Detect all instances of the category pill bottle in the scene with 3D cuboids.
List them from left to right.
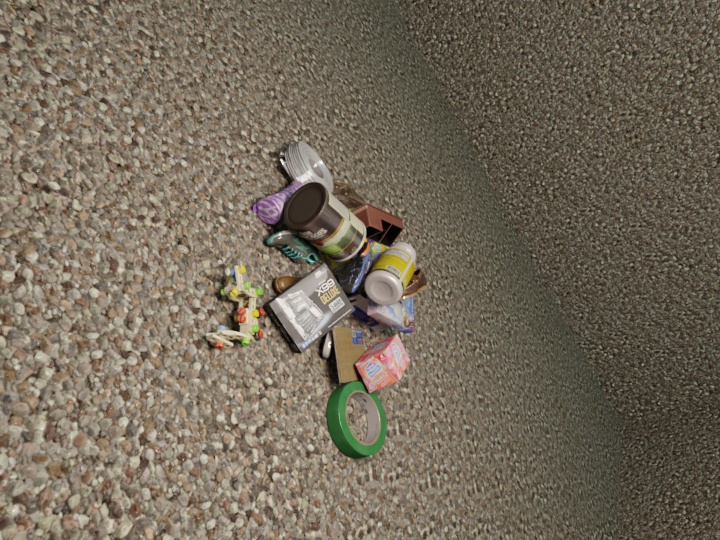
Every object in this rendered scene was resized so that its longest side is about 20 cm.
[{"bbox_3d":[0.094,0.003,1.495,0.113,0.112,0.200,53,38,-15],"label":"pill bottle"}]

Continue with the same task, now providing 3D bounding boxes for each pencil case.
[{"bbox_3d":[-0.224,-0.204,1.509,0.085,0.084,0.200,25,31,11],"label":"pencil case"}]

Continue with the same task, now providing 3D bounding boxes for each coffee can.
[{"bbox_3d":[-0.096,-0.133,1.449,0.200,0.146,0.147,38,41,-46],"label":"coffee can"}]

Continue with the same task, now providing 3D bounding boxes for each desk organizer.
[{"bbox_3d":[0.059,-0.141,1.641,0.200,0.072,0.077,17,58,-49],"label":"desk organizer"}]

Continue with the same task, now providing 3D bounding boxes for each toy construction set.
[{"bbox_3d":[-0.285,0.101,1.211,0.131,0.092,0.200,62,32,-51],"label":"toy construction set"}]

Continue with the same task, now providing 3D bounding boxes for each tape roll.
[{"bbox_3d":[-0.008,0.411,1.423,0.200,0.048,0.201,33,45,-39],"label":"tape roll"}]

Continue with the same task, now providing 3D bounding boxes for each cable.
[{"bbox_3d":[-0.163,-0.320,1.650,0.200,0.069,0.200,55,21,-15],"label":"cable"}]

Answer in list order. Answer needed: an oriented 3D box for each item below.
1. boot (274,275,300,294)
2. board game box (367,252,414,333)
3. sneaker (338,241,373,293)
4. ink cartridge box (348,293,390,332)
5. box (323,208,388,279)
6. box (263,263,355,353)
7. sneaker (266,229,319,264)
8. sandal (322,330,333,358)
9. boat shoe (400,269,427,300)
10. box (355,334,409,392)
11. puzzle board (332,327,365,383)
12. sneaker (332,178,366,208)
[{"bbox_3d":[-0.152,0.045,1.447,0.200,0.075,0.074,16,58,-47],"label":"boot"},{"bbox_3d":[0.098,0.073,1.604,0.199,0.043,0.200,30,52,-44],"label":"board game box"},{"bbox_3d":[0.000,0.000,1.482,0.079,0.075,0.200,59,36,-29],"label":"sneaker"},{"bbox_3d":[0.027,0.125,1.617,0.200,0.095,0.037,37,43,-35],"label":"ink cartridge box"},{"bbox_3d":[-0.022,-0.091,1.670,0.200,0.122,0.193,-13,79,-56],"label":"box"},{"bbox_3d":[-0.134,0.099,1.383,0.200,0.050,0.158,-37,101,-29],"label":"box"},{"bbox_3d":[-0.183,-0.063,1.479,0.200,0.077,0.091,3,70,-51],"label":"sneaker"},{"bbox_3d":[-0.092,0.152,1.474,0.050,0.083,0.203,10,50,0],"label":"sandal"},{"bbox_3d":[0.149,0.043,1.591,0.200,0.070,0.071,-24,102,-64],"label":"boat shoe"},{"bbox_3d":[0.071,0.271,1.528,0.095,0.102,0.200,64,17,0],"label":"box"},{"bbox_3d":[-0.029,0.242,1.481,0.200,0.017,0.151,18,60,-67],"label":"puzzle board"},{"bbox_3d":[-0.051,-0.263,1.805,0.200,0.070,0.076,40,14,-46],"label":"sneaker"}]
